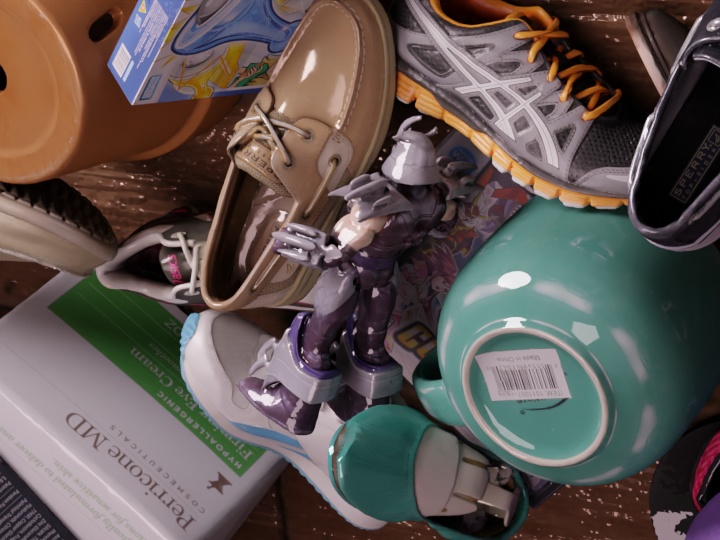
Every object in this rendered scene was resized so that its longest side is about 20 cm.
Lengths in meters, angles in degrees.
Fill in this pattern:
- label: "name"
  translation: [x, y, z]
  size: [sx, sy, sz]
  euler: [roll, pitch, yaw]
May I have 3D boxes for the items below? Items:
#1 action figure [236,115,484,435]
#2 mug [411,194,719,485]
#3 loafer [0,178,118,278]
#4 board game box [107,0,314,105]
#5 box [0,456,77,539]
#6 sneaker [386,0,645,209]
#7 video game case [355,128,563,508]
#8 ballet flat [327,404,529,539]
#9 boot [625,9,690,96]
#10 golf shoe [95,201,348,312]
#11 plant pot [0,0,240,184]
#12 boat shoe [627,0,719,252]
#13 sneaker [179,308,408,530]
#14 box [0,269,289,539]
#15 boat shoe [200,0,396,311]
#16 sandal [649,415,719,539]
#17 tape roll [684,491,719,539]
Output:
- label: "action figure"
  translation: [0.000, 0.000, 1.190]
  size: [0.069, 0.130, 0.201]
  euler: [44, 126, 37]
- label: "mug"
  translation: [0.113, 0.052, 1.179]
  size: [0.152, 0.114, 0.185]
  euler: [34, 130, 10]
- label: "loafer"
  translation: [-0.245, -0.035, 1.285]
  size: [0.199, 0.076, 0.068]
  euler: [20, 109, -11]
- label: "board game box"
  translation: [-0.043, -0.176, 1.165]
  size: [0.035, 0.135, 0.200]
  euler: [57, 136, 25]
- label: "box"
  translation: [-0.247, 0.213, 1.317]
  size: [0.200, 0.104, 0.148]
  euler: [46, 130, 1]
- label: "sneaker"
  translation: [0.094, -0.102, 1.161]
  size: [0.200, 0.078, 0.077]
  euler: [30, 124, 15]
- label: "video game case"
  translation: [0.089, 0.025, 1.270]
  size: [0.200, 0.025, 0.181]
  euler: [45, 131, 2]
- label: "ballet flat"
  translation: [0.051, 0.120, 1.235]
  size: [0.070, 0.200, 0.068]
  euler: [5, 79, 25]
- label: "boot"
  translation: [0.228, -0.077, 1.111]
  size: [0.097, 0.075, 0.200]
  euler: [-39, 82, 16]
- label: "golf shoe"
  translation: [-0.071, -0.004, 1.296]
  size: [0.200, 0.088, 0.078]
  euler: [-7, 97, 41]
- label: "plant pot"
  translation: [-0.181, -0.141, 1.270]
  size: [0.199, 0.140, 0.201]
  euler: [15, 125, 24]
- label: "boat shoe"
  translation: [0.190, -0.102, 1.049]
  size: [0.072, 0.068, 0.200]
  euler: [33, 97, 19]
- label: "sneaker"
  translation: [-0.026, 0.082, 1.327]
  size: [0.200, 0.077, 0.081]
  euler: [37, 133, -25]
- label: "box"
  translation: [-0.181, 0.134, 1.411]
  size: [0.199, 0.171, 0.200]
  euler: [41, 131, 5]
- label: "boat shoe"
  translation: [-0.037, -0.064, 1.188]
  size: [0.071, 0.064, 0.201]
  euler: [30, 115, 30]
- label: "sandal"
  translation: [0.230, 0.111, 1.217]
  size: [0.075, 0.045, 0.200]
  euler: [46, 131, -1]
- label: "tape roll"
  translation: [0.275, 0.200, 1.196]
  size: [0.199, 0.066, 0.201]
  euler: [10, 131, 11]
